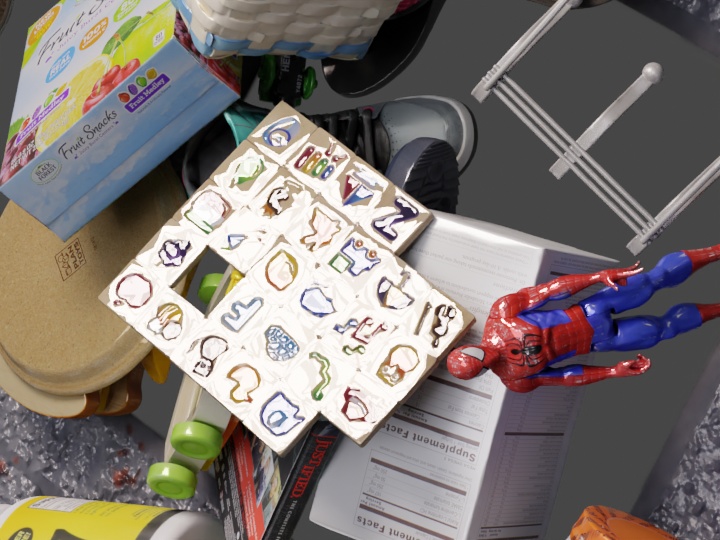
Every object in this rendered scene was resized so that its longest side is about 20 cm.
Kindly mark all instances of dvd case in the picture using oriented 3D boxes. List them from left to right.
[{"bbox_3d":[-0.049,0.090,1.392,0.146,0.022,0.201,-104,30,-50],"label":"dvd case"}]

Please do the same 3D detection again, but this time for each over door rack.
[{"bbox_3d":[0.176,-0.121,1.290,0.148,0.067,0.200,44,130,3],"label":"over door rack"}]

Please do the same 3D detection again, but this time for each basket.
[{"bbox_3d":[-0.033,-0.228,1.342,0.200,0.176,0.139,-57,46,39],"label":"basket"}]

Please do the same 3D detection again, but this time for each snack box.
[{"bbox_3d":[-0.155,-0.140,1.478,0.168,0.068,0.200,-37,28,23],"label":"snack box"}]

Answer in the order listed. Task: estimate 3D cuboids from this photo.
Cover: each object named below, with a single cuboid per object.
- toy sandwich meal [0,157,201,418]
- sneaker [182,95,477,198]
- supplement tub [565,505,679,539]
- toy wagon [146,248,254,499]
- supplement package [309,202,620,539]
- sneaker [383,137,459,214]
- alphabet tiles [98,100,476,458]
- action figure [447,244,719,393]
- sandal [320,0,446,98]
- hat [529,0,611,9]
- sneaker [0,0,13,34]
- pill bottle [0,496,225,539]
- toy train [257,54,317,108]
[{"bbox_3d":[-0.180,0.007,1.543,0.204,0.070,0.206,-11,69,33],"label":"toy sandwich meal"},{"bbox_3d":[-0.035,-0.075,1.423,0.199,0.121,0.084,-15,78,29],"label":"sneaker"},{"bbox_3d":[0.126,0.246,1.288,0.122,0.122,0.201,32,102,30],"label":"supplement tub"},{"bbox_3d":[-0.087,0.051,1.416,0.200,0.039,0.156,124,161,-58],"label":"toy wagon"},{"bbox_3d":[0.063,0.073,1.350,0.109,0.114,0.201,18,94,31],"label":"supplement package"},{"bbox_3d":[0.000,0.000,1.410,0.082,0.070,0.201,31,112,35],"label":"sneaker"},{"bbox_3d":[-0.035,0.010,1.308,0.200,0.008,0.167,38,80,29],"label":"alphabet tiles"},{"bbox_3d":[0.142,0.028,1.266,0.052,0.199,0.066,-143,39,-68],"label":"action figure"},{"bbox_3d":[0.032,-0.201,1.438,0.075,0.045,0.200,47,109,27],"label":"sandal"},{"bbox_3d":[0.139,-0.262,1.357,0.200,0.081,0.202,10,106,37],"label":"hat"},{"bbox_3d":[-0.290,-0.237,1.646,0.201,0.073,0.085,-66,28,16],"label":"sneaker"},{"bbox_3d":[-0.186,0.212,1.495,0.199,0.114,0.115,1,85,33],"label":"pill bottle"},{"bbox_3d":[-0.044,-0.204,1.482,0.056,0.042,0.201,178,99,-69],"label":"toy train"}]
